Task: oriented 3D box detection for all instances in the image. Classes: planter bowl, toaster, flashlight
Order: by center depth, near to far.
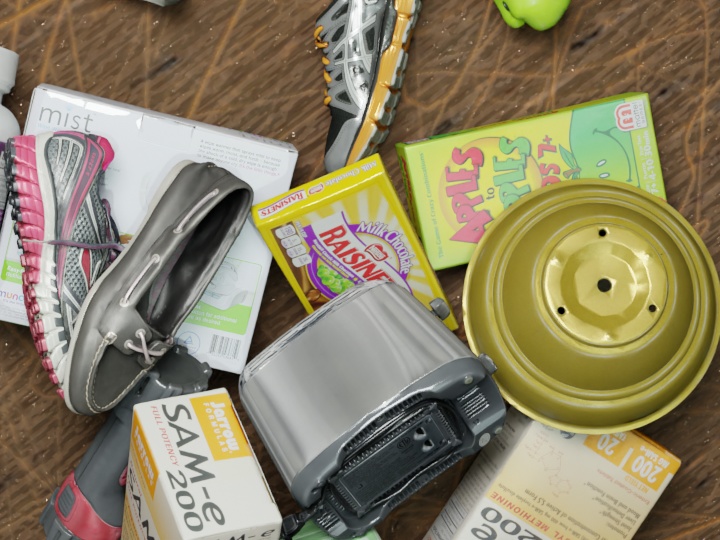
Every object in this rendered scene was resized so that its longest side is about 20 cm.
[{"bbox_3d":[-0.002,0.102,1.109,0.200,0.129,0.114,-37,140,-2],"label":"toaster"},{"bbox_3d":[0.177,0.018,1.117,0.200,0.083,0.201,0,78,2],"label":"planter bowl"},{"bbox_3d":[-0.175,0.140,1.136,0.068,0.068,0.200,31,119,-8],"label":"flashlight"}]

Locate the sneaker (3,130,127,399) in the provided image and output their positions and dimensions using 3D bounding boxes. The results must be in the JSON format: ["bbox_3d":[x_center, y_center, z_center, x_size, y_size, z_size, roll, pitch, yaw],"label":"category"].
[{"bbox_3d":[-0.199,0.002,1.053,0.075,0.081,0.200,-9,104,-17],"label":"sneaker"}]

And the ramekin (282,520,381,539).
[{"bbox_3d":[-0.018,0.277,1.154,0.098,0.200,0.200,-20,100,-12],"label":"ramekin"}]

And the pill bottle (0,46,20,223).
[{"bbox_3d":[-0.310,-0.070,1.087,0.112,0.112,0.200,13,90,-9],"label":"pill bottle"}]

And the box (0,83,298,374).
[{"bbox_3d":[-0.166,-0.033,1.139,0.200,0.097,0.177,13,95,-9],"label":"box"}]

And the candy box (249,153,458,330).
[{"bbox_3d":[0.000,0.000,1.137,0.102,0.026,0.200,-25,138,4],"label":"candy box"}]

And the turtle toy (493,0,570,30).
[{"bbox_3d":[0.142,-0.284,1.137,0.101,0.146,0.200,-1,99,12],"label":"turtle toy"}]

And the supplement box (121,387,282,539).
[{"bbox_3d":[-0.122,0.201,1.088,0.073,0.126,0.200,-9,135,-23],"label":"supplement box"}]

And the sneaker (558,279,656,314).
[{"bbox_3d":[0.193,0.030,1.201,0.200,0.088,0.075,-10,97,-7],"label":"sneaker"}]

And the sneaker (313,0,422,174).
[{"bbox_3d":[-0.002,-0.169,1.161,0.077,0.078,0.200,14,92,4],"label":"sneaker"}]

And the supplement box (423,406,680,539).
[{"bbox_3d":[0.147,0.198,1.216,0.126,0.074,0.200,32,93,-10],"label":"supplement box"}]

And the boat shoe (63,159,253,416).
[{"bbox_3d":[-0.139,0.013,1.039,0.057,0.067,0.200,16,72,32],"label":"boat shoe"}]

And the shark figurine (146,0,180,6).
[{"bbox_3d":[-0.109,-0.292,1.137,0.089,0.128,0.215,39,110,14],"label":"shark figurine"}]

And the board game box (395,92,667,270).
[{"bbox_3d":[0.137,-0.072,1.200,0.200,0.048,0.102,-13,99,-6],"label":"board game box"}]
